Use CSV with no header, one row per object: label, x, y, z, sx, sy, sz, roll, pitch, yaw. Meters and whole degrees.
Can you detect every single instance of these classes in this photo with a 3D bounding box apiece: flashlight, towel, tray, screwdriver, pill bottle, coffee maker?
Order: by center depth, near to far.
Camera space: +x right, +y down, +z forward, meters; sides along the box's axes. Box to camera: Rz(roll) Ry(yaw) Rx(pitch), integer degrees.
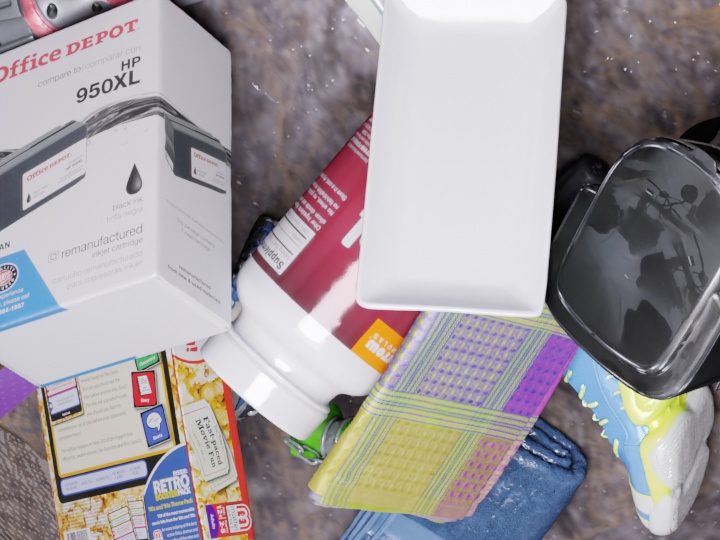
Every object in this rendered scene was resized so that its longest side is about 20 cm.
tray,0.059,-0.067,1.423,0.107,0.201,0.022,3,159,6
coffee maker,0.210,0.010,1.425,0.134,0.200,0.193,18,109,40
pill bottle,0.000,0.000,1.499,0.113,0.113,0.200,40,93,-6
towel,0.060,0.070,1.505,0.023,0.143,0.200,46,113,41
flashlight,-0.137,-0.182,1.541,0.199,0.068,0.068,-14,111,28
screwdriver,0.094,-0.009,1.595,0.028,0.029,0.200,38,133,-6
towel,0.062,0.170,1.690,0.111,0.049,0.200,32,124,-2

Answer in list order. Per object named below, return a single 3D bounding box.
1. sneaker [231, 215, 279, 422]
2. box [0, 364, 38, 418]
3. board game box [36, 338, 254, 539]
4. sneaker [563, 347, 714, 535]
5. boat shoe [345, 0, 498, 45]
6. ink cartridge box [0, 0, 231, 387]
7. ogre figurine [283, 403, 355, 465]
sneaker,-0.066,0.063,1.658,0.085,0.077,0.200,24,126,-2
box,-0.220,0.005,1.643,0.039,0.137,0.200,21,134,-39
board game box,-0.149,0.090,1.638,0.151,0.046,0.201,-16,81,45
sneaker,0.165,0.067,1.583,0.105,0.076,0.201,8,110,26
boat shoe,0.051,-0.156,1.487,0.201,0.070,0.071,48,126,-8
ink cartridge box,-0.158,-0.049,1.516,0.144,0.201,0.084,-18,147,26
ogre figurine,0.034,0.050,1.589,0.120,0.098,0.200,31,89,25
